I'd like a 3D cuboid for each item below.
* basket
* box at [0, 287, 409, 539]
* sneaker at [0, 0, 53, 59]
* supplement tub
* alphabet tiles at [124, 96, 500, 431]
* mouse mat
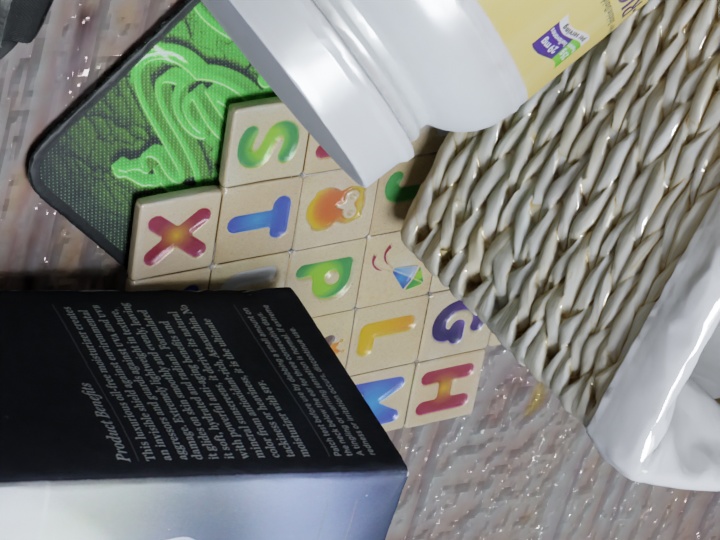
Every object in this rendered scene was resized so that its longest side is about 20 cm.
[{"bbox_3d":[0.155,-0.036,1.013,0.198,0.161,0.200,9,114,-43],"label":"basket"},{"bbox_3d":[-0.115,0.119,0.979,0.198,0.123,0.201,0,123,-27],"label":"box"},{"bbox_3d":[-0.157,-0.119,0.802,0.200,0.077,0.111,17,103,-49],"label":"sneaker"},{"bbox_3d":[0.040,-0.136,0.879,0.200,0.145,0.145,-39,137,-2],"label":"supplement tub"},{"bbox_3d":[0.000,0.000,1.050,0.199,0.006,0.167,-11,128,-29],"label":"alphabet tiles"},{"bbox_3d":[-0.013,-0.042,1.017,0.161,0.008,0.200,-44,136,3],"label":"mouse mat"}]
